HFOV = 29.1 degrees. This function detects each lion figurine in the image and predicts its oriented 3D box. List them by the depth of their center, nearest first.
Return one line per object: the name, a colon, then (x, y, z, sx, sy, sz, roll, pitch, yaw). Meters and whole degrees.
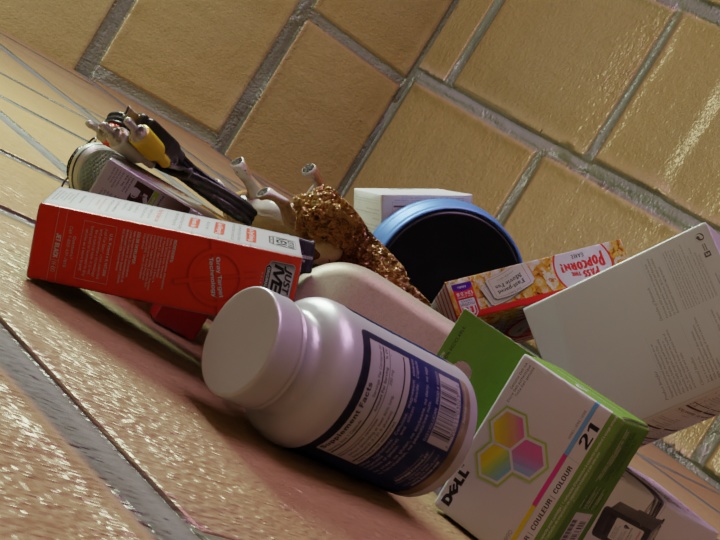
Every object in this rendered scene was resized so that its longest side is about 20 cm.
lion figurine: (-0.087, -0.057, 1.484, 0.199, 0.073, 0.123, 18, -32, 48)

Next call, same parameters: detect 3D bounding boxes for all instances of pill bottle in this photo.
pill bottle: (-0.016, 0.086, 1.018, 0.199, 0.112, 0.111, 29, 5, -38)

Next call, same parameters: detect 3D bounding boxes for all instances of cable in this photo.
cable: (-0.193, -0.098, 1.391, 0.097, 0.051, 0.200, 8, -28, 47)

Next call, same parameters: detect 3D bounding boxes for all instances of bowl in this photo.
bowl: (0.091, 0.022, 1.527, 0.200, 0.202, 0.039, 31, -3, -19)

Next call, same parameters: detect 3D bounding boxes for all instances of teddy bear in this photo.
teddy bear: (0.000, 0.000, 1.391, 0.145, 0.067, 0.200, 44, -4, 33)

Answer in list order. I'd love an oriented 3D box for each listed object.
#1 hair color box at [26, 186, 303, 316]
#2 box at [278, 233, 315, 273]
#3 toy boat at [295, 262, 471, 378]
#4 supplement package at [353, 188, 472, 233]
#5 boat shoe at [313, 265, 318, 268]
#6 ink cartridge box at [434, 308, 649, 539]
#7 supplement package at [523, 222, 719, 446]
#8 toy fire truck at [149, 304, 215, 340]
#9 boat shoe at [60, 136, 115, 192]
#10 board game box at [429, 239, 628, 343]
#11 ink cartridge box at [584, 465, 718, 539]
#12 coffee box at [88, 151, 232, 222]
hair color box: (-0.148, -0.011, 1.074, 0.198, 0.062, 0.102, 11, 9, -6)
box: (-0.147, -0.021, 1.223, 0.198, 0.036, 0.143, 4, 0, 7)
toy boat: (0.004, 0.086, 1.310, 0.199, 0.131, 0.131, 33, -26, 3)
supplement package: (0.056, 0.009, 1.593, 0.113, 0.202, 0.109, 0, 7, -17)
boat shoe: (-0.047, 0.037, 1.454, 0.074, 0.066, 0.200, 38, 15, -15)
ink cartridge box: (0.111, 0.136, 1.147, 0.199, 0.148, 0.076, 34, 6, 30)
supplement package: (0.296, 0.075, 1.373, 0.150, 0.199, 0.153, 21, 46, -62)
toy fire truck: (-0.070, 0.077, 1.160, 0.199, 0.049, 0.141, 31, 4, -27)
boat shoe: (-0.286, -0.102, 1.491, 0.062, 0.075, 0.200, 27, -1, 5)
board game box: (0.167, 0.035, 1.453, 0.152, 0.199, 0.047, 116, -43, -66)
ink cartridge box: (0.239, 0.232, 1.403, 0.199, 0.084, 0.145, 29, 4, -22)
coffee box: (-0.178, -0.030, 1.372, 0.199, 0.080, 0.114, 31, 4, -10)
